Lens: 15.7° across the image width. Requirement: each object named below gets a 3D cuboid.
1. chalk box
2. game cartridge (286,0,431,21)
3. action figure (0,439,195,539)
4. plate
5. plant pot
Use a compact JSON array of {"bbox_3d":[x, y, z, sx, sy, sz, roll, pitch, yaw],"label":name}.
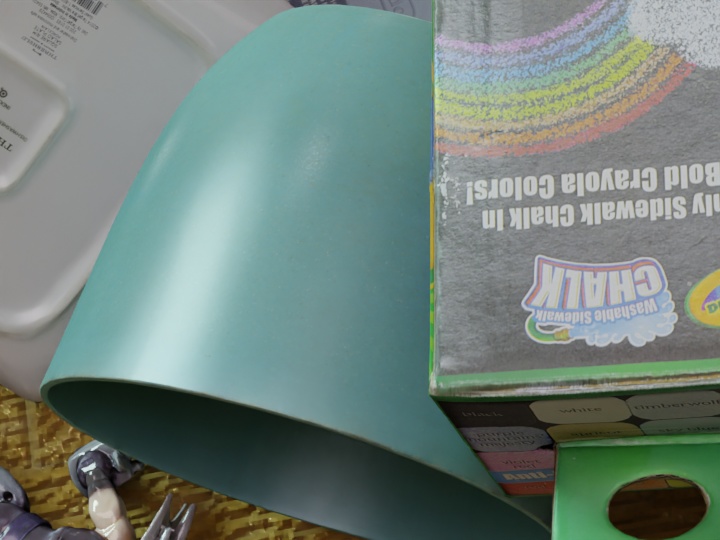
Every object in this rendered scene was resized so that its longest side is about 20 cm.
[{"bbox_3d":[0.091,0.000,0.802,0.123,0.124,0.202,-3,71,13],"label":"chalk box"},{"bbox_3d":[-0.027,-0.101,1.100,0.132,0.042,0.201,-20,69,-1],"label":"game cartridge"},{"bbox_3d":[-0.149,0.103,1.039,0.199,0.069,0.130,35,74,12],"label":"action figure"},{"bbox_3d":[-0.146,-0.065,1.017,0.199,0.032,0.200,34,102,-21],"label":"plate"},{"bbox_3d":[0.000,0.000,0.961,0.199,0.201,0.162,13,75,14],"label":"plant pot"}]
